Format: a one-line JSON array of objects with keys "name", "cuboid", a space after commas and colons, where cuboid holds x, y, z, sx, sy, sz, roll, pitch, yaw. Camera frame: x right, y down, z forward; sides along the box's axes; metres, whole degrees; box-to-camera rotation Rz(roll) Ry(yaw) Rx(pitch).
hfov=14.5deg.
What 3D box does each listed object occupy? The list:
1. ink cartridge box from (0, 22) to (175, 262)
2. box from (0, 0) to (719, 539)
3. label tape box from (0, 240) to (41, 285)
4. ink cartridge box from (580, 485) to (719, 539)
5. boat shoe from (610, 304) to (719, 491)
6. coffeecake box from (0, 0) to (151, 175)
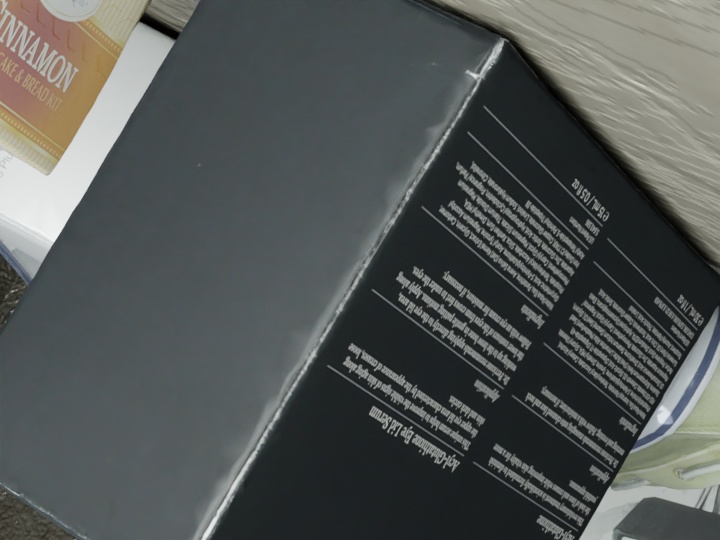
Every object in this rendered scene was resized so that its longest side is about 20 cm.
[{"name": "ink cartridge box", "cuboid": [-0.048, -0.017, 0.966, 0.200, 0.084, 0.145, 28, 175, 5]}, {"name": "box", "cuboid": [0.003, 0.022, 0.704, 0.079, 0.141, 0.200, 26, 175, 26]}, {"name": "label tape box", "cuboid": [-0.104, -0.006, 1.152, 0.200, 0.066, 0.143, 47, 174, 13]}, {"name": "ink cartridge box", "cuboid": [0.130, 0.117, 1.163, 0.200, 0.084, 0.144, 16, 174, 10]}, {"name": "boat shoe", "cuboid": [0.089, 0.046, 0.908, 0.062, 0.072, 0.200, 32, 173, -4]}, {"name": "coffeecake box", "cuboid": [-0.158, -0.111, 0.635, 0.200, 0.073, 0.154, 27, 175, 20]}]
